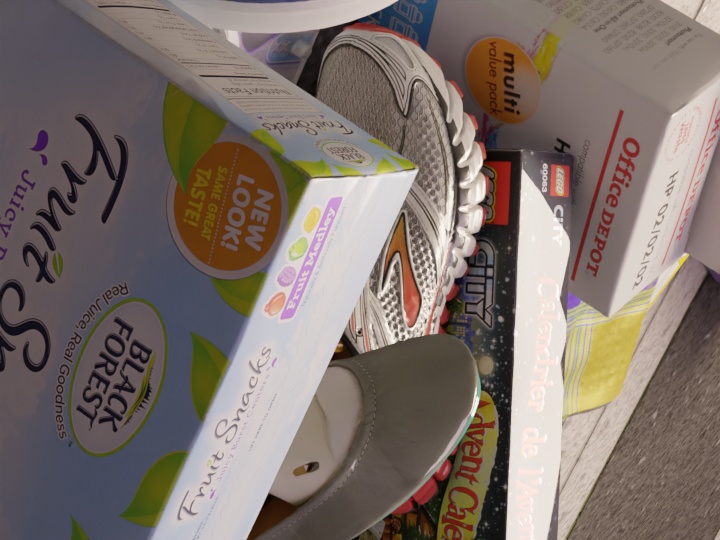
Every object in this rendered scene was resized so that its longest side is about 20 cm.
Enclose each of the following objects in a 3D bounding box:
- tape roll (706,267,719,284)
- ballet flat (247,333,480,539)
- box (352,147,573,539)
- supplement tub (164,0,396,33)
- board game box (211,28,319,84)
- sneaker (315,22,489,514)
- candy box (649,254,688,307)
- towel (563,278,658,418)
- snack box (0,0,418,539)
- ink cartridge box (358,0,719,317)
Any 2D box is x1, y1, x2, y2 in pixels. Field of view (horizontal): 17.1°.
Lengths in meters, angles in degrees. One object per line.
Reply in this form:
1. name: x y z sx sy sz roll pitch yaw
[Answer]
1. tape roll: 0.333 0.010 1.607 0.085 0.199 0.200 -52 157 -6
2. ballet flat: -0.043 0.084 0.913 0.200 0.068 0.064 -37 138 22
3. box: 0.024 0.048 1.031 0.038 0.136 0.202 2 91 -47
4. supplement tub: -0.028 -0.187 0.717 0.145 0.145 0.201 -42 153 -29
5. board game box: -0.066 -0.081 0.932 0.200 0.026 0.201 -12 131 -58
6. sneaker: 0.000 0.000 0.972 0.082 0.077 0.202 2 88 -48
7. candy box: 0.206 -0.056 1.492 0.200 0.026 0.102 -52 152 -9
8. towel: 0.131 0.013 1.402 0.143 0.023 0.201 -12 132 -39
9. snack box: -0.104 -0.008 0.731 0.068 0.199 0.170 -11 129 -59
10. ink cartridge box: 0.092 -0.064 1.038 0.068 0.199 0.116 -36 149 -41
